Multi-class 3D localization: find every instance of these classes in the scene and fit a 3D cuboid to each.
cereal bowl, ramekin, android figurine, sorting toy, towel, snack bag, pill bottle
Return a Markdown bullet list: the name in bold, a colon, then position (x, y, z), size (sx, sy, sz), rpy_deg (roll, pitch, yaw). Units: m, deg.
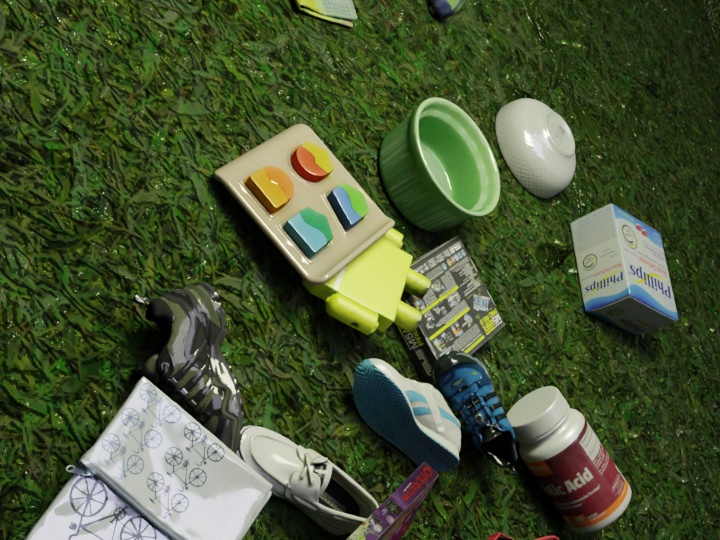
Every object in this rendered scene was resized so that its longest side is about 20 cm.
- **cereal bowl**: position (0.353, -0.247, 1.690), size (0.199, 0.083, 0.202), rpy_deg (24, 53, -36)
- **ramekin**: position (0.121, -0.160, 1.379), size (0.199, 0.097, 0.202), rpy_deg (25, 52, -37)
- **android figurine**: position (0.000, 0.000, 1.168), size (0.199, 0.041, 0.183), rpy_deg (31, 48, -10)
- **sorting toy**: position (-0.066, -0.096, 1.139), size (0.200, 0.037, 0.185), rpy_deg (46, 46, 5)
- **towel**: position (-0.079, -0.496, 1.410), size (0.143, 0.023, 0.202), rpy_deg (1, 69, -48)
- **snack bag**: position (-0.199, 0.237, 0.835), size (0.189, 0.021, 0.201), rpy_deg (46, 58, -18)
- **pill bottle**: position (0.312, 0.284, 1.325), size (0.201, 0.114, 0.114), rpy_deg (55, 40, -9)

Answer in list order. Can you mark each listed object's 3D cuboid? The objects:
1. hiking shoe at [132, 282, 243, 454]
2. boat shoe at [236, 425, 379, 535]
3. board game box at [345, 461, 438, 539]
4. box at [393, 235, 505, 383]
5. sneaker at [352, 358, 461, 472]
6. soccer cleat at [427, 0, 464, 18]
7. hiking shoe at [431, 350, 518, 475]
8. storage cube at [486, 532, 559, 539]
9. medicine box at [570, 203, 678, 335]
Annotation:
- **hiking shoe**: position (-0.187, 0.118, 0.928), size (0.100, 0.076, 0.202), rpy_deg (-8, 80, -25)
- **boat shoe**: position (-0.060, 0.236, 0.988), size (0.200, 0.065, 0.072), rpy_deg (44, 43, -21)
- **board game box**: position (0.011, 0.309, 0.987), size (0.032, 0.121, 0.200), rpy_deg (39, 37, 16)
- **box**: position (0.122, 0.054, 1.303), size (0.200, 0.044, 0.161), rpy_deg (-31, 93, -50)
- **sneaker**: position (0.061, 0.179, 1.152), size (0.200, 0.076, 0.081), rpy_deg (49, 34, -26)
- **soccer cleat**: position (0.153, -0.576, 1.655), size (0.064, 0.083, 0.202), rpy_deg (2, 68, -46)
- **hiking shoe**: position (0.168, 0.191, 1.205), size (0.200, 0.074, 0.087), rpy_deg (52, 6, -32)
- **storage cube**: position (0.134, 0.416, 1.003), size (0.170, 0.179, 0.202), rpy_deg (10, 61, -47)
- **medicine box**: position (0.515, 0.002, 1.710), size (0.181, 0.103, 0.202), rpy_deg (22, 53, -38)
